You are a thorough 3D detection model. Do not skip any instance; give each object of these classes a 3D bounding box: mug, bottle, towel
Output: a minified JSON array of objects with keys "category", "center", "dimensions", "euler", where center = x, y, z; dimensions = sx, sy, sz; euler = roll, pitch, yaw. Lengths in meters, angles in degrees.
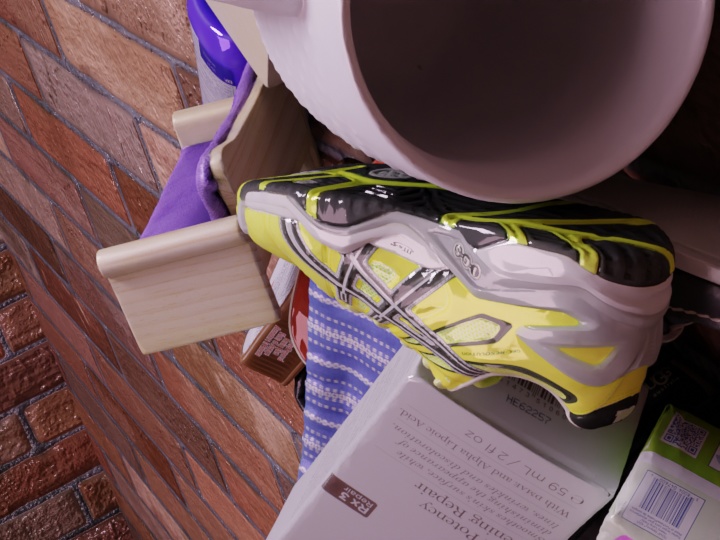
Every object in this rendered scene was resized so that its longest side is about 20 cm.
[{"category":"mug","center":[0.007,-0.114,0.628],"dimensions":[0.175,0.199,0.148],"euler":[-147,60,-65]},{"category":"bottle","center":[-0.069,-0.109,1.063],"dimensions":[0.200,0.065,0.084],"euler":[87,158,-53]},{"category":"towel","center":[0.026,0.082,0.808],"dimensions":[0.145,0.024,0.200],"euler":[30,138,26]}]

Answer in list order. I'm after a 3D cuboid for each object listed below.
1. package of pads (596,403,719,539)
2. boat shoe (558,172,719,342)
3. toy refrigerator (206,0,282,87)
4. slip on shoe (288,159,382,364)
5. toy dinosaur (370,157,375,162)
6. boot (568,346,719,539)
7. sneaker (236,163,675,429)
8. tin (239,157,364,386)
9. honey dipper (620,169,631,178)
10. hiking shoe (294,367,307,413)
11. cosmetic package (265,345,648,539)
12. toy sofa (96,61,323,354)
[{"category":"package of pads","center":[0.167,0.156,0.684],"dimensions":[0.154,0.068,0.200],"euler":[28,152,14]},{"category":"boat shoe","center":[0.106,-0.003,0.646],"dimensions":[0.200,0.074,0.061],"euler":[23,115,42]},{"category":"toy refrigerator","center":[-0.070,-0.204,0.914],"dimensions":[0.200,0.076,0.070],"euler":[55,161,23]},{"category":"slip on shoe","center":[0.000,0.000,0.839],"dimensions":[0.074,0.061,0.200],"euler":[45,144,8]},{"category":"toy dinosaur","center":[0.038,-0.047,0.888],"dimensions":[0.200,0.047,0.088],"euler":[57,169,29]},{"category":"boot","center":[0.094,0.058,0.808],"dimensions":[0.158,0.079,0.211],"euler":[51,150,14]},{"category":"sneaker","center":[0.024,0.005,0.623],"dimensions":[0.200,0.075,0.077],"euler":[18,113,41]},{"category":"tin","center":[-0.029,0.001,1.002],"dimensions":[0.042,0.112,0.200],"euler":[28,154,-6]},{"category":"honey dipper","center":[0.110,-0.039,0.708],"dimensions":[0.200,0.038,0.038],"euler":[51,159,25]},{"category":"hiking shoe","center":[-0.007,0.056,1.065],"dimensions":[0.076,0.100,0.200],"euler":[63,163,4]},{"category":"cosmetic package","center":[0.033,0.101,0.735],"dimensions":[0.102,0.074,0.200],"euler":[31,135,-1]},{"category":"toy sofa","center":[-0.083,-0.048,0.906],"dimensions":[0.200,0.083,0.098],"euler":[-77,-29,-61]}]
